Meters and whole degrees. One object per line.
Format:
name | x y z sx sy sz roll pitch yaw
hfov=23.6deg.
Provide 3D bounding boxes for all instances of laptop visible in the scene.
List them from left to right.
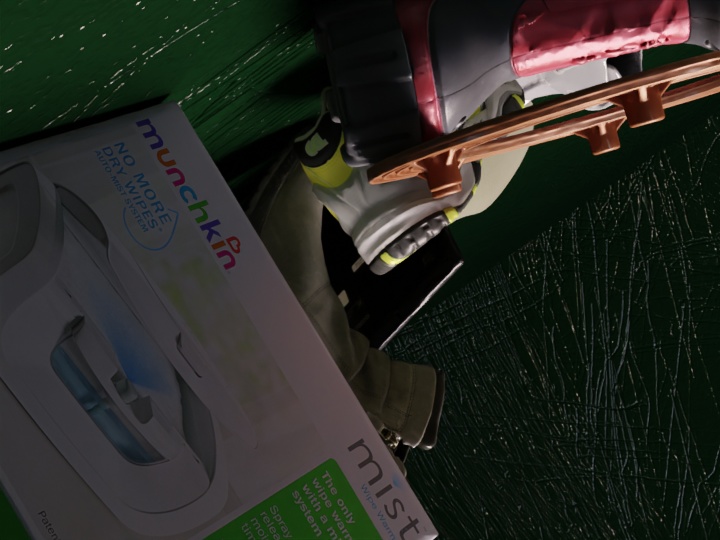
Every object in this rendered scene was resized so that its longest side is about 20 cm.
laptop | 0.000 0.000 0.990 0.103 0.201 0.177 22 121 -38

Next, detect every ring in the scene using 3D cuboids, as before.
ring | 0.099 -0.058 0.657 0.199 0.019 0.200 -16 -179 0

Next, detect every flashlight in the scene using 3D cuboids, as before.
flashlight | 0.083 -0.094 0.685 0.198 0.068 0.068 -12 169 -3

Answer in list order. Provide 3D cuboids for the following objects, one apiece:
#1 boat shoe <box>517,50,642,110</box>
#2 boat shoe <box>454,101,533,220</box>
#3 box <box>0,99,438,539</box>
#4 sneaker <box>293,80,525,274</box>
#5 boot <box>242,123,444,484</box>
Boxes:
boat shoe | 0.133 -0.128 0.963 0.200 0.069 0.072 -36 174 36
boat shoe | 0.045 -0.060 1.160 0.201 0.063 0.074 -43 140 -30
box | -0.096 0.061 0.620 0.097 0.201 0.176 -36 173 37
sneaker | 0.025 -0.076 0.833 0.075 0.076 0.200 -37 -168 24
boot | -0.016 0.031 0.850 0.068 0.130 0.201 -54 -168 54
